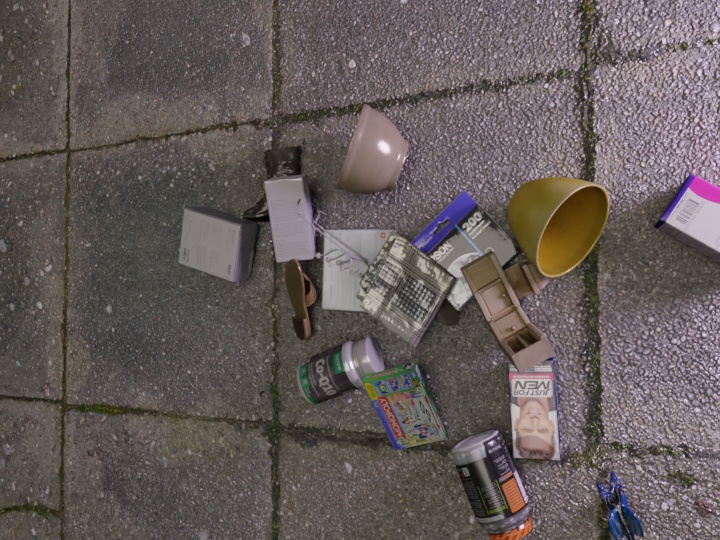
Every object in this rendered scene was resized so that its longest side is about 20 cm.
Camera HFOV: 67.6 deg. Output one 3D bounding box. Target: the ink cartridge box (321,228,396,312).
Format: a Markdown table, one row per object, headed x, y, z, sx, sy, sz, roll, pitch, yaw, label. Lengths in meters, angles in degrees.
| x | y | z | sx | sy | sz | roll | pitch | yaw | label |
| --- | --- | --- | --- | --- | --- | --- | --- | --- | --- |
| 0.000 | 0.000 | 1.332 | 0.195 | 0.040 | 0.206 | 2 | 88 | 22 | ink cartridge box |

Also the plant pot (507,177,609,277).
| x | y | z | sx | sy | sz | roll | pitch | yaw | label |
| --- | --- | --- | --- | --- | --- | --- | --- | --- | --- |
| 0.388 | -0.109 | 1.113 | 0.202 | 0.198 | 0.142 | -56 | 43 | 10 | plant pot |

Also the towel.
| x | y | z | sx | sy | sz | roll | pitch | yaw | label |
| --- | --- | --- | --- | --- | --- | --- | --- | --- | --- |
| 0.096 | 0.041 | 1.239 | 0.199 | 0.034 | 0.195 | 37 | 108 | 22 | towel |

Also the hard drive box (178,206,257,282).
| x | y | z | sx | sy | sz | roll | pitch | yaw | label |
| --- | --- | --- | --- | --- | --- | --- | --- | --- | --- |
| -0.390 | -0.073 | 1.465 | 0.196 | 0.076 | 0.160 | 17 | 105 | 23 | hard drive box |

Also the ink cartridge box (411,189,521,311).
| x | y | z | sx | sy | sz | roll | pitch | yaw | label |
| --- | --- | --- | --- | --- | --- | --- | --- | --- | --- |
| 0.230 | -0.050 | 1.230 | 0.198 | 0.043 | 0.201 | -44 | 72 | 9 | ink cartridge box |

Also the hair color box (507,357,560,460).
| x | y | z | sx | sy | sz | roll | pitch | yaw | label |
| --- | --- | --- | --- | --- | --- | --- | --- | --- | --- |
| 0.373 | 0.294 | 1.155 | 0.097 | 0.060 | 0.206 | -5 | 87 | 22 | hair color box |

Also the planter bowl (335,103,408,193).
| x | y | z | sx | sy | sz | roll | pitch | yaw | label |
| --- | --- | --- | --- | --- | --- | --- | --- | --- | --- |
| 0.034 | -0.266 | 1.264 | 0.132 | 0.200 | 0.205 | 20 | 96 | -6 | planter bowl |

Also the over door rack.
| x | y | z | sx | sy | sz | roll | pitch | yaw | label |
| --- | --- | --- | --- | --- | --- | --- | --- | --- | --- |
| -0.074 | -0.064 | 1.266 | 0.067 | 0.147 | 0.201 | -43 | 74 | 8 | over door rack |

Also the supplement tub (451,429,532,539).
| x | y | z | sx | sy | sz | roll | pitch | yaw | label |
| --- | --- | --- | --- | --- | --- | --- | --- | --- | --- |
| 0.283 | 0.461 | 1.152 | 0.120 | 0.122 | 0.205 | -25 | 79 | 19 | supplement tub |

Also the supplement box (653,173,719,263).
| x | y | z | sx | sy | sz | roll | pitch | yaw | label |
| --- | --- | --- | --- | --- | --- | --- | --- | --- | --- |
| 0.682 | -0.081 | 1.019 | 0.198 | 0.103 | 0.103 | 37 | 100 | 21 | supplement box |

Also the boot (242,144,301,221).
| x | y | z | sx | sy | sz | roll | pitch | yaw | label |
| --- | --- | --- | --- | --- | --- | --- | --- | --- | --- |
| -0.234 | -0.232 | 1.430 | 0.195 | 0.069 | 0.179 | -14 | 82 | 11 | boot |

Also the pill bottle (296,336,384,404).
| x | y | z | sx | sy | sz | roll | pitch | yaw | label |
| --- | --- | --- | --- | --- | --- | --- | --- | --- | --- |
| -0.048 | 0.241 | 1.303 | 0.196 | 0.113 | 0.116 | -25 | 79 | 19 | pill bottle |

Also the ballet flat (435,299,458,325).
| x | y | z | sx | sy | sz | roll | pitch | yaw | label |
| --- | --- | --- | --- | --- | --- | --- | --- | --- | --- |
| 0.154 | 0.051 | 1.265 | 0.200 | 0.067 | 0.047 | 48 | 148 | 14 | ballet flat |

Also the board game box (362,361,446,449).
| x | y | z | sx | sy | sz | roll | pitch | yaw | label |
| --- | --- | --- | --- | --- | --- | --- | --- | --- | --- |
| 0.103 | 0.314 | 1.234 | 0.132 | 0.029 | 0.204 | -18 | 110 | 20 | board game box |

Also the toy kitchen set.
| x | y | z | sx | sy | sz | roll | pitch | yaw | label |
| --- | --- | --- | --- | --- | --- | --- | --- | --- | --- |
| 0.330 | 0.057 | 1.099 | 0.160 | 0.181 | 0.203 | -28 | 97 | 6 | toy kitchen set |

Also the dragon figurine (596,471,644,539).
| x | y | z | sx | sy | sz | roll | pitch | yaw | label |
| --- | --- | --- | --- | --- | --- | --- | --- | --- | --- |
| 0.521 | 0.496 | 1.064 | 0.058 | 0.099 | 0.205 | -24 | 79 | 20 | dragon figurine |

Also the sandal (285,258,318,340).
| x | y | z | sx | sy | sz | roll | pitch | yaw | label |
| --- | --- | --- | --- | --- | --- | --- | --- | --- | --- |
| -0.140 | 0.067 | 1.381 | 0.077 | 0.069 | 0.218 | 14 | 114 | 47 | sandal |

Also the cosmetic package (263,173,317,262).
| x | y | z | sx | sy | sz | roll | pitch | yaw | label |
| --- | --- | --- | --- | --- | --- | --- | --- | --- | --- |
| -0.172 | -0.131 | 1.350 | 0.098 | 0.071 | 0.206 | -4 | 106 | 7 | cosmetic package |
